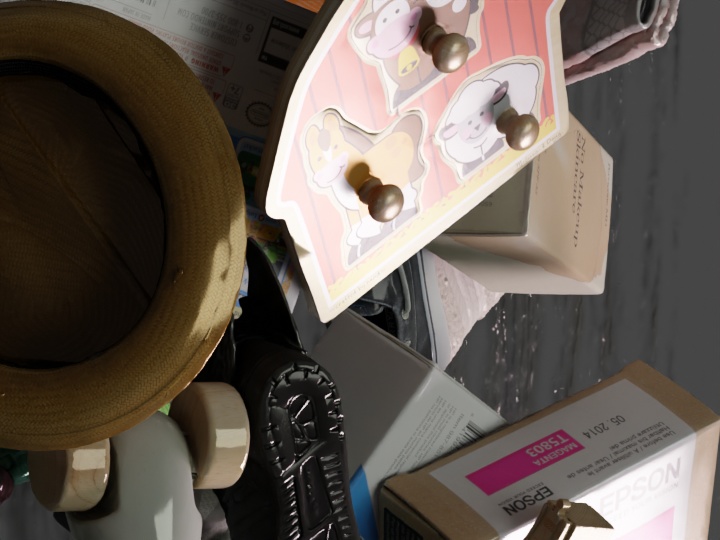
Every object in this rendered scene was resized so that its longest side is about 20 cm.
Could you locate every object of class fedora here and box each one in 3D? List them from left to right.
[{"bbox_3d":[-0.138,-0.018,0.980,0.082,0.199,0.202,54,45,-79],"label":"fedora"}]

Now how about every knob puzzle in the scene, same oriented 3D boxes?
[{"bbox_3d":[0.032,-0.083,1.071,0.219,0.030,0.221,-29,139,-28],"label":"knob puzzle"}]

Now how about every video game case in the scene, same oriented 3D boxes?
[{"bbox_3d":[-0.102,-0.058,1.072,0.199,0.024,0.183,18,93,-29],"label":"video game case"}]

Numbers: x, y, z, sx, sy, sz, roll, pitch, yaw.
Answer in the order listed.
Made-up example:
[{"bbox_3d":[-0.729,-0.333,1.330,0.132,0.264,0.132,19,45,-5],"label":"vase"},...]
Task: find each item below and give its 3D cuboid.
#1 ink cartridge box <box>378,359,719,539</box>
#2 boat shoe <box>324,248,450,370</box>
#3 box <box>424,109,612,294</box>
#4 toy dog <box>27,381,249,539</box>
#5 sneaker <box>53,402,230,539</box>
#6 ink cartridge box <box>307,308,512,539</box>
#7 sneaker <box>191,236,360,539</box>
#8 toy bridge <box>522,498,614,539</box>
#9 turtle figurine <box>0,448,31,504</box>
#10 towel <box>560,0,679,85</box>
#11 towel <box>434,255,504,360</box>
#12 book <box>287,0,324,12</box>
[{"bbox_3d":[0.106,0.167,1.258,0.199,0.075,0.166,-22,130,-31],"label":"ink cartridge box"},{"bbox_3d":[0.000,0.000,1.290,0.068,0.071,0.201,-49,137,-42],"label":"boat shoe"},{"bbox_3d":[0.089,-0.046,1.299,0.200,0.077,0.096,25,68,-70],"label":"box"},{"bbox_3d":[-0.111,0.144,1.013,0.131,0.096,0.201,21,75,-23],"label":"toy dog"},{"bbox_3d":[-0.115,0.115,1.137,0.200,0.076,0.084,52,57,-30],"label":"sneaker"},{"bbox_3d":[0.025,0.134,1.280,0.146,0.084,0.200,-55,139,-3],"label":"ink cartridge box"},{"bbox_3d":[-0.047,0.092,1.067,0.060,0.104,0.201,-10,110,-26],"label":"sneaker"},{"bbox_3d":[0.067,0.206,1.172,0.067,0.027,0.201,8,112,-41],"label":"toy bridge"},{"bbox_3d":[-0.211,0.103,0.978,0.200,0.100,0.151,-48,134,-51],"label":"turtle figurine"},{"bbox_3d":[0.147,-0.205,1.383,0.032,0.191,0.201,31,66,-25],"label":"towel"},{"bbox_3d":[0.043,-0.045,1.372,0.133,0.034,0.201,-48,130,-41],"label":"towel"},{"bbox_3d":[-0.027,-0.163,1.120,0.133,0.199,0.048,18,77,-54],"label":"book"}]
